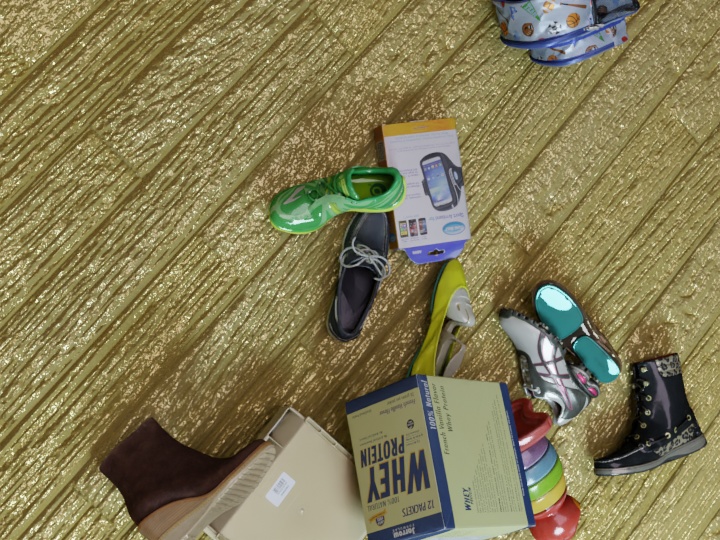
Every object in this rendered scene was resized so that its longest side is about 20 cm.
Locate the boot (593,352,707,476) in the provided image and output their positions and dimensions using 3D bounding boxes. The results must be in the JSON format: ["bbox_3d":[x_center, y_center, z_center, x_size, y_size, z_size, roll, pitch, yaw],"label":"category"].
[{"bbox_3d":[0.422,0.219,1.814,0.201,0.073,0.156,-13,89,-24],"label":"boot"}]

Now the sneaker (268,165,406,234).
[{"bbox_3d":[-0.033,-0.108,1.645,0.197,0.084,0.075,-15,69,-7],"label":"sneaker"}]

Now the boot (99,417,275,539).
[{"bbox_3d":[-0.223,0.244,1.532,0.200,0.072,0.166,-42,64,-5],"label":"boot"}]

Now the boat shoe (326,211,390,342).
[{"bbox_3d":[0.000,0.000,1.676,0.074,0.062,0.203,22,78,-12],"label":"boat shoe"}]

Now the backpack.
[{"bbox_3d":[0.290,-0.383,1.748,0.188,0.200,0.157,-16,106,-16],"label":"backpack"}]

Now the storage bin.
[{"bbox_3d":[-0.091,0.318,1.611,0.198,0.094,0.201,43,75,-12],"label":"storage bin"}]

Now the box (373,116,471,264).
[{"bbox_3d":[0.091,-0.114,1.729,0.117,0.041,0.204,-7,92,-20],"label":"box"}]

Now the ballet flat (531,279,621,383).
[{"bbox_3d":[0.319,0.081,1.784,0.068,0.073,0.200,-39,107,20],"label":"ballet flat"}]

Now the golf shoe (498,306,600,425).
[{"bbox_3d":[0.265,0.139,1.759,0.200,0.077,0.088,45,81,-12],"label":"golf shoe"}]

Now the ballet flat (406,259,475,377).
[{"bbox_3d":[0.127,0.086,1.711,0.067,0.066,0.203,29,77,-51],"label":"ballet flat"}]

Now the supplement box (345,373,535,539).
[{"bbox_3d":[0.107,0.257,1.597,0.198,0.133,0.203,10,62,-46],"label":"supplement box"}]

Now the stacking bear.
[{"bbox_3d":[0.252,0.307,1.730,0.113,0.121,0.202,-31,106,-7],"label":"stacking bear"}]
